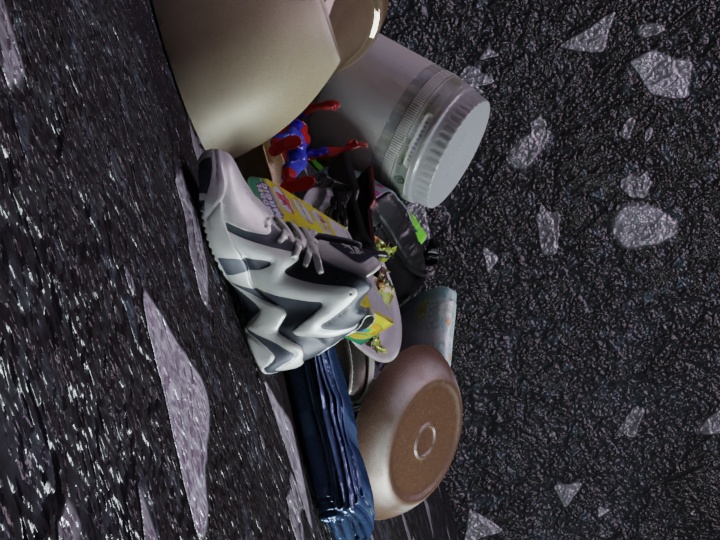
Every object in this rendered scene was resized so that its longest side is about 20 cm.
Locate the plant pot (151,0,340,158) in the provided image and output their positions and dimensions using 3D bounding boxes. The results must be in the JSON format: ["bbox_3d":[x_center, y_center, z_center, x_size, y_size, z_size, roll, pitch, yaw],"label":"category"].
[{"bbox_3d":[-0.094,-0.209,1.335,0.200,0.133,0.202,-17,90,-86],"label":"plant pot"}]

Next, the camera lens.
[{"bbox_3d":[0.034,-0.185,1.808,0.199,0.161,0.160,31,-9,15],"label":"camera lens"}]

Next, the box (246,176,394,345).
[{"bbox_3d":[-0.047,-0.007,1.383,0.118,0.048,0.200,63,13,25],"label":"box"}]

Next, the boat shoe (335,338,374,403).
[{"bbox_3d":[-0.036,0.048,1.642,0.059,0.072,0.202,3,66,-39],"label":"boat shoe"}]

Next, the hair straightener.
[{"bbox_3d":[-0.021,-0.064,1.570,0.077,0.041,0.201,32,31,-22],"label":"hair straightener"}]

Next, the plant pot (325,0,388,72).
[{"bbox_3d":[-0.081,-0.268,1.631,0.175,0.199,0.201,-72,150,-50],"label":"plant pot"}]

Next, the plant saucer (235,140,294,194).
[{"bbox_3d":[-0.094,-0.084,1.540,0.200,0.035,0.202,-16,90,-87],"label":"plant saucer"}]

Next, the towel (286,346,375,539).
[{"bbox_3d":[-0.027,0.148,1.407,0.112,0.048,0.201,69,5,-62],"label":"towel"}]

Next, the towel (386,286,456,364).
[{"bbox_3d":[0.059,0.128,1.860,0.200,0.048,0.173,139,-41,-59],"label":"towel"}]

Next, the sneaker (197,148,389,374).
[{"bbox_3d":[-0.047,-0.020,1.204,0.080,0.129,0.200,-101,173,-68],"label":"sneaker"}]

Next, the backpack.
[{"bbox_3d":[-0.006,-0.027,1.785,0.126,0.167,0.200,26,-22,30],"label":"backpack"}]

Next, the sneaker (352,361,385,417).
[{"bbox_3d":[0.007,0.138,1.754,0.200,0.075,0.115,72,0,-65],"label":"sneaker"}]

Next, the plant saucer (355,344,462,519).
[{"bbox_3d":[0.059,0.183,1.670,0.200,0.036,0.202,-26,123,-47],"label":"plant saucer"}]

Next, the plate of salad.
[{"bbox_3d":[0.000,0.000,1.602,0.200,0.048,0.201,51,26,-36],"label":"plate of salad"}]

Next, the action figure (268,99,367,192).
[{"bbox_3d":[-0.043,-0.135,1.555,0.200,0.098,0.066,-106,179,-74],"label":"action figure"}]

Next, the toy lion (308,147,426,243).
[{"bbox_3d":[-0.001,-0.107,1.985,0.200,0.069,0.192,38,-9,40],"label":"toy lion"}]
